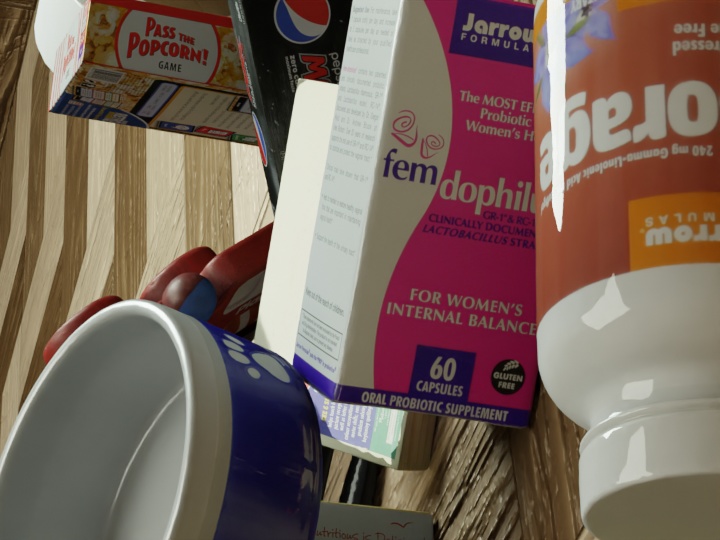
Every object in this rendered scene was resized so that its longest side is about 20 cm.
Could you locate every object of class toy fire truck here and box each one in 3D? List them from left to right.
[{"bbox_3d":[-0.105,0.034,1.534,0.112,0.199,0.168,49,141,14],"label":"toy fire truck"}]

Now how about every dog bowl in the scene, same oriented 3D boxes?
[{"bbox_3d":[-0.106,0.121,1.168,0.200,0.078,0.201,-34,45,43],"label":"dog bowl"}]

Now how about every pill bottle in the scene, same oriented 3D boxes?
[{"bbox_3d":[0.115,-0.009,0.815,0.112,0.111,0.201,124,151,-60],"label":"pill bottle"}]

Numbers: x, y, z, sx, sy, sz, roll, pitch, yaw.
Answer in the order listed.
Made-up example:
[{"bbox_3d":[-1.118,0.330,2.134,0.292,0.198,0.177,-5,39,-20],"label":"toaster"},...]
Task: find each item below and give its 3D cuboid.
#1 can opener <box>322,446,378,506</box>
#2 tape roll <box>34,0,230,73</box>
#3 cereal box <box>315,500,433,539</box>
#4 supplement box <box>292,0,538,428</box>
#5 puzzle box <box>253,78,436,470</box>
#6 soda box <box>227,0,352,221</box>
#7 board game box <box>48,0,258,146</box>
[{"bbox_3d":[-0.031,0.189,1.383,0.079,0.063,0.202,-163,81,-76],"label":"can opener"},{"bbox_3d":[-0.134,-0.186,1.731,0.203,0.201,0.071,-99,23,-50],"label":"tape roll"},{"bbox_3d":[-0.033,0.213,1.213,0.040,0.143,0.201,117,157,-56],"label":"cereal box"},{"bbox_3d":[0.039,-0.035,1.156,0.103,0.100,0.202,-156,75,-75],"label":"supplement box"},{"bbox_3d":[0.000,0.000,1.319,0.133,0.025,0.202,15,97,45],"label":"puzzle box"},{"bbox_3d":[-0.033,-0.119,1.393,0.063,0.070,0.201,-131,29,-70],"label":"soda box"},{"bbox_3d":[-0.088,-0.119,1.509,0.151,0.198,0.047,154,124,-72],"label":"board game box"}]
